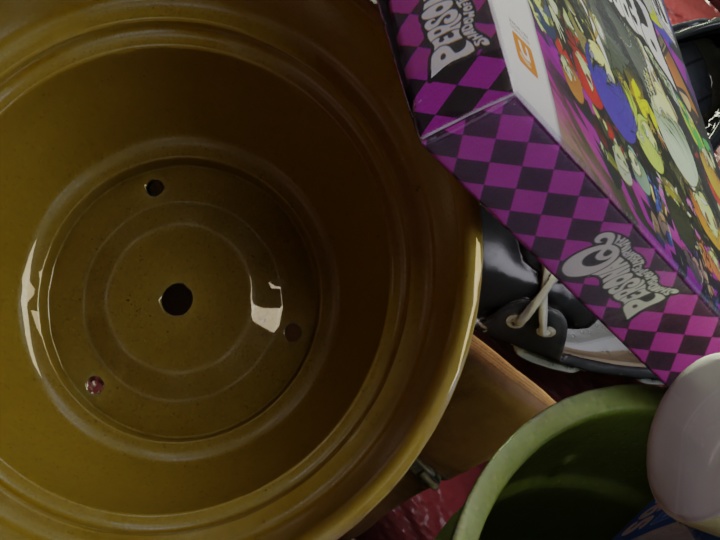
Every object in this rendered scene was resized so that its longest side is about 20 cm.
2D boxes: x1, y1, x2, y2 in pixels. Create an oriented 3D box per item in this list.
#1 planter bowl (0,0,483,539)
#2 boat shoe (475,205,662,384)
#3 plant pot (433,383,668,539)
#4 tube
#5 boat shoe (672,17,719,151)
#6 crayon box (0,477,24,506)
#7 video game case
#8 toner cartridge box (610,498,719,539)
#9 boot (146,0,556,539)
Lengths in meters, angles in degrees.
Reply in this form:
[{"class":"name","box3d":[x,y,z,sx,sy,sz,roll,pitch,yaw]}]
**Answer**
[{"class":"planter bowl","box3d":[-0.061,0.003,0.754,0.199,0.083,0.201,-1,79,6]},{"class":"boat shoe","box3d":[0.078,0.004,0.994,0.200,0.074,0.060,19,15,-42]},{"class":"plant pot","box3d":[0.053,0.163,0.842,0.199,0.190,0.201,16,61,-30]},{"class":"tube","box3d":[0.173,0.077,0.762,0.199,0.052,0.058,20,100,-33]},{"class":"boat shoe","box3d":[0.107,-0.059,1.065,0.199,0.066,0.075,-24,86,-41]},{"class":"crayon box","box3d":[-0.182,0.099,0.718,0.199,0.058,0.119,24,56,-26]},{"class":"video game case","box3d":[0.060,-0.069,0.779,0.200,0.036,0.182,42,29,-49]},{"class":"toner cartridge box","box3d":[0.164,0.142,0.781,0.095,0.043,0.200,-37,93,-43]},{"class":"boot","box3d":[0.000,0.000,0.861,0.200,0.188,0.069,43,25,-25]}]
